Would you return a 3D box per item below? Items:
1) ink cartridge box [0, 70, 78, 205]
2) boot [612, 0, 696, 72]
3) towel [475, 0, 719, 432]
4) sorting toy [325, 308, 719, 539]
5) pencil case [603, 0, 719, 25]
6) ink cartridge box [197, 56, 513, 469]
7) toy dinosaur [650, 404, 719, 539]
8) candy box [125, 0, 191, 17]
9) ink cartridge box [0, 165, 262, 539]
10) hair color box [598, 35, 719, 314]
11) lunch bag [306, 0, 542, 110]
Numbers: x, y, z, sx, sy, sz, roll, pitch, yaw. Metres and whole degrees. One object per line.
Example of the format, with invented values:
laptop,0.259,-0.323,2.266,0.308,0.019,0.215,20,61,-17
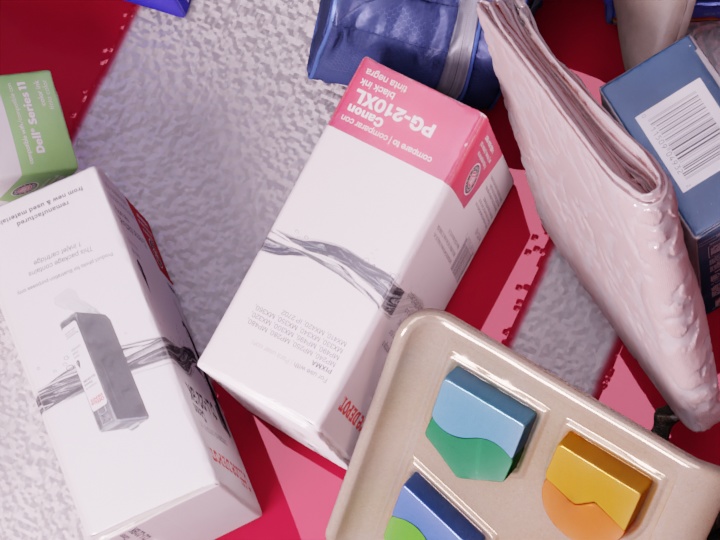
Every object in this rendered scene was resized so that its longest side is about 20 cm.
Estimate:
ink cartridge box,-0.280,-0.057,1.641,0.199,0.117,0.068,-9,75,-34
boot,0.121,-0.211,1.578,0.146,0.070,0.201,15,76,-18
towel,0.134,-0.033,1.555,0.032,0.200,0.191,-28,48,-5
sorting toy,0.087,0.136,1.578,0.199,0.036,0.186,27,127,11
pencil case,0.235,-0.181,1.658,0.199,0.078,0.087,2,35,10
ink cartridge box,0.000,0.000,1.621,0.084,0.145,0.201,27,83,15
toy dinosaur,0.146,0.135,1.604,0.199,0.077,0.103,-9,107,19
candy box,-0.187,-0.232,1.672,0.168,0.200,0.077,17,79,10
ink cartridge box,-0.138,0.060,1.629,0.083,0.144,0.201,-22,76,3
hair color box,0.186,-0.049,1.575,0.060,0.200,0.100,-31,75,0
lunch bag,0.052,-0.199,1.659,0.132,0.136,0.201,11,80,-5
